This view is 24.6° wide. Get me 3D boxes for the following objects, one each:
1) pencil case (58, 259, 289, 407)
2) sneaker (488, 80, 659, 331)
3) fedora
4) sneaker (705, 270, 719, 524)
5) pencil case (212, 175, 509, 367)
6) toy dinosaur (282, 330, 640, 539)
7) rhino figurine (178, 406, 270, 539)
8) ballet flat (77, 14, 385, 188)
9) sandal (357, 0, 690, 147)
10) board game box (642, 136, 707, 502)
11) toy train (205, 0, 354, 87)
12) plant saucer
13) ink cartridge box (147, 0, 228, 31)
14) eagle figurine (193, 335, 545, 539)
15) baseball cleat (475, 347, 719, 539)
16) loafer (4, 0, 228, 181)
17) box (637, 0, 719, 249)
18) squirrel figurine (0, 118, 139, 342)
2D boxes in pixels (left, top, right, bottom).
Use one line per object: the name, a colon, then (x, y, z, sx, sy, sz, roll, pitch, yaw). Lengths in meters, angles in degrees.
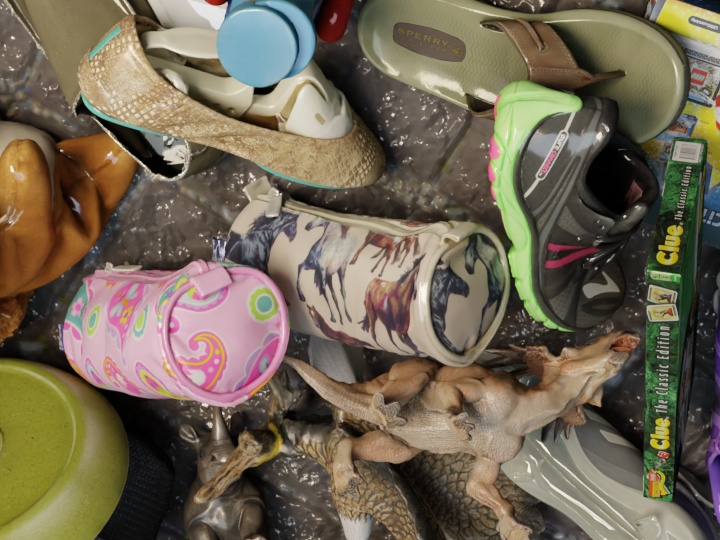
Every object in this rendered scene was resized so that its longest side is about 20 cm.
pencil case: (-0.118, 0.035, 1.000, 0.088, 0.087, 0.200, 52, 159, -18)
sneaker: (0.126, -0.027, 0.920, 0.083, 0.077, 0.200, 1, 150, 19)
fedora: (-0.196, 0.132, 1.106, 0.200, 0.201, 0.092, 30, 86, -6)
sneaker: (0.245, 0.079, 0.991, 0.080, 0.084, 0.201, 7, 128, 18)
pencil case: (0.000, 0.000, 0.962, 0.199, 0.078, 0.090, 10, 129, 48)
toy dinosaur: (0.057, 0.078, 0.979, 0.198, 0.136, 0.086, 10, 121, 15)
rhino figurine: (-0.091, 0.173, 1.127, 0.059, 0.088, 0.201, -9, 119, -8)
ballet flat: (-0.061, -0.097, 0.944, 0.199, 0.071, 0.065, 11, 135, -29)
sandal: (0.085, -0.111, 0.927, 0.200, 0.057, 0.080, 14, 115, 20)
board game box: (0.180, 0.032, 0.950, 0.023, 0.105, 0.201, 9, 138, 17)
toy train: (-0.027, -0.197, 0.846, 0.084, 0.116, 0.201, 17, 116, -5)
plant saucer: (-0.243, 0.120, 1.014, 0.198, 0.201, 0.031, 1, 132, 10)
ink cartridge box: (-0.054, -0.236, 0.921, 0.199, 0.047, 0.161, -24, 112, 12)
eagle figurine: (0.021, 0.138, 1.055, 0.199, 0.152, 0.151, 22, 159, 17)
baseball cleat: (0.150, 0.126, 1.063, 0.200, 0.106, 0.070, 48, 114, 18)
loafer: (-0.148, -0.133, 0.974, 0.075, 0.070, 0.200, -35, 108, 26)
box: (0.241, -0.073, 0.949, 0.199, 0.038, 0.137, 19, 122, 0)
squirrel figurine: (-0.246, -0.001, 0.998, 0.141, 0.187, 0.201, 26, 121, -4)
